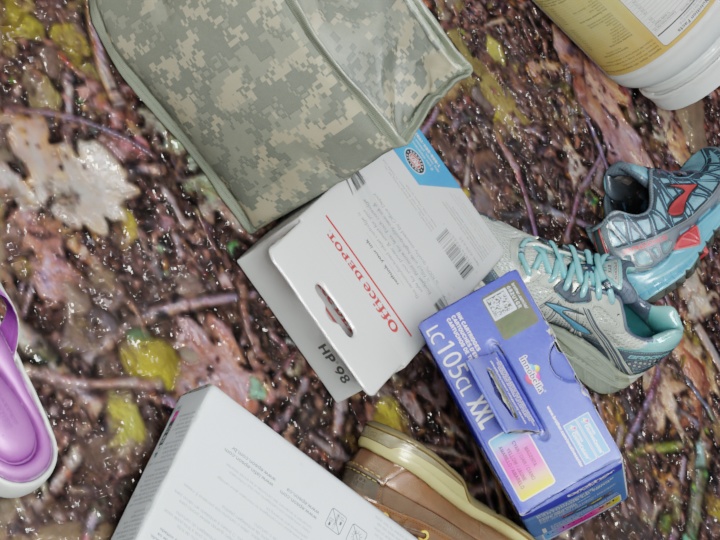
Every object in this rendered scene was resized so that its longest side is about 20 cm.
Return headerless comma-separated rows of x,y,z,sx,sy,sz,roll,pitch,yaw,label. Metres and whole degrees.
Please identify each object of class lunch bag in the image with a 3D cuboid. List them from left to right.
-0.059,-0.150,1.278,0.200,0.164,0.118,51,46,-11,lunch bag

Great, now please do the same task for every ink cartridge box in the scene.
-0.059,0.200,1.150,0.196,0.043,0.201,40,58,-22,ink cartridge box
0.000,0.000,1.324,0.116,0.066,0.200,55,40,-7,ink cartridge box
0.103,0.086,1.281,0.137,0.076,0.200,61,-1,16,ink cartridge box

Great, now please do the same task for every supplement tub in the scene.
0.215,-0.239,1.635,0.200,0.144,0.145,41,43,-21,supplement tub

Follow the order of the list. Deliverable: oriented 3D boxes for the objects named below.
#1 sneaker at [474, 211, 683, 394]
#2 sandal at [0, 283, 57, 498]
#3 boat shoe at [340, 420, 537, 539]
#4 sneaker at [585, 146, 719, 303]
0.150,0.007,1.462,0.199,0.086,0.078,33,45,-29,sneaker
-0.216,0.023,1.097,0.204,0.050,0.082,57,39,-2,sandal
0.057,0.173,1.289,0.200,0.072,0.068,41,76,-31,boat shoe
0.237,-0.057,1.600,0.096,0.079,0.200,50,40,-8,sneaker
